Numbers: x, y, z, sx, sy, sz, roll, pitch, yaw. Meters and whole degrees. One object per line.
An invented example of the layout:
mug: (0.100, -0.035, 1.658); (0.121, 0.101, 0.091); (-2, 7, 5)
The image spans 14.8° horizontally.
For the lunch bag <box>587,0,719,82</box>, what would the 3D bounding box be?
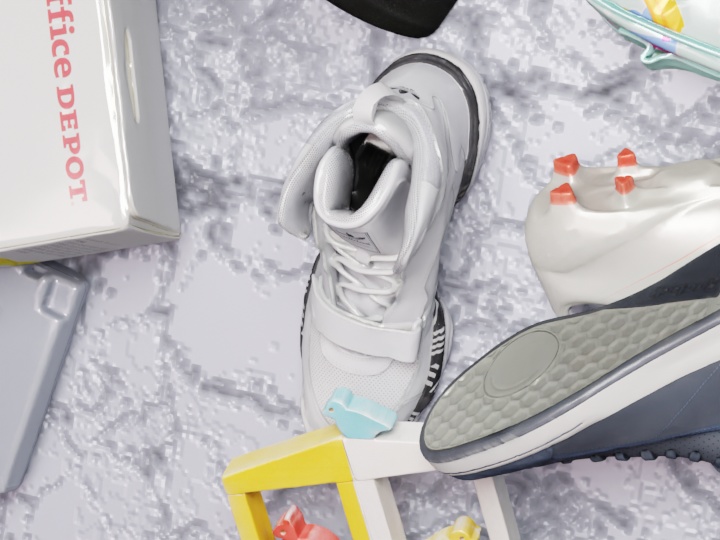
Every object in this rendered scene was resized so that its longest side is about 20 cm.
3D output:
lunch bag: (0.193, -0.144, 1.177); (0.199, 0.077, 0.161); (24, 96, 15)

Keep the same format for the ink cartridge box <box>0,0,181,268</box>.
ink cartridge box: (-0.194, -0.072, 1.306); (0.199, 0.083, 0.146); (-8, 84, 14)

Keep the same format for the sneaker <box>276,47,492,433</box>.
sneaker: (0.000, 0.000, 1.255); (0.075, 0.115, 0.201); (18, 104, 16)

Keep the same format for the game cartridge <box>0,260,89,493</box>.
game cartridge: (-0.242, 0.027, 1.386); (0.199, 0.040, 0.134); (25, 102, 14)

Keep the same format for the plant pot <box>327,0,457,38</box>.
plant pot: (-0.019, -0.232, 1.194); (0.200, 0.177, 0.200); (40, 108, 11)

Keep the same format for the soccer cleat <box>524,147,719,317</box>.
soccer cleat: (0.173, -0.016, 1.225); (0.199, 0.069, 0.078); (-3, 121, 16)

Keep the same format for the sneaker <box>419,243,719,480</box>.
sneaker: (0.140, 0.078, 1.211); (0.202, 0.077, 0.146); (-24, 121, 20)

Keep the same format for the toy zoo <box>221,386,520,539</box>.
toy zoo: (0.015, 0.144, 1.291); (0.131, 0.020, 0.201); (-9, 113, 20)
